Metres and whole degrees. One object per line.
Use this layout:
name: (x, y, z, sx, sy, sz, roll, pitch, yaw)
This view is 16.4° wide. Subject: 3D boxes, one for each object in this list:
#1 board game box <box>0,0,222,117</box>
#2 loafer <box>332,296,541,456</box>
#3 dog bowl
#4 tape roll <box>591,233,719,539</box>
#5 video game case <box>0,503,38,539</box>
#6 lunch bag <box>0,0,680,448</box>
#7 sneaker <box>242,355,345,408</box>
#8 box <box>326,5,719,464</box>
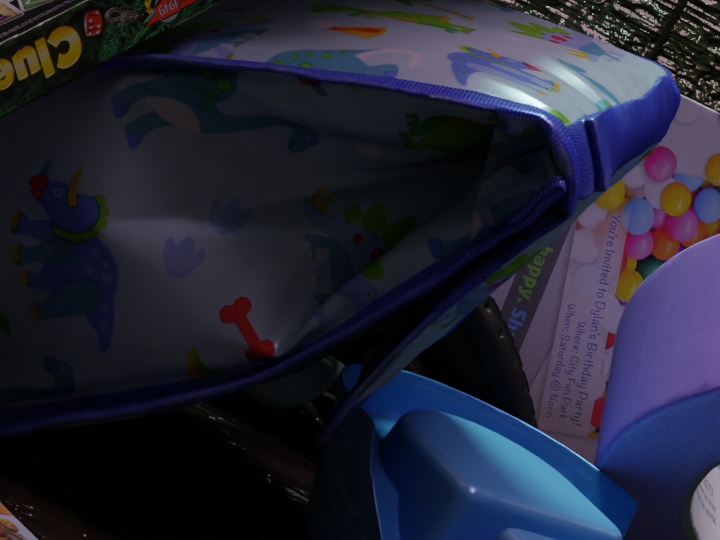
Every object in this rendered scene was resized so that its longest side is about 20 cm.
board game box: (-0.140, -0.049, 0.655, 0.200, 0.024, 0.105, -31, 34, -29)
loafer: (0.000, 0.000, 0.869, 0.201, 0.071, 0.073, 62, 4, -1)
dog bowl: (0.052, 0.096, 0.747, 0.111, 0.050, 0.200, 20, 13, -34)
tape roll: (0.180, 0.063, 0.839, 0.199, 0.066, 0.200, 10, -31, 6)
video game case: (-0.096, 0.085, 0.536, 0.143, 0.018, 0.200, 13, 19, -49)
lunch bag: (-0.013, -0.025, 0.738, 0.199, 0.128, 0.170, -11, 8, 18)
sneaker: (-0.059, -0.015, 0.945, 0.074, 0.082, 0.201, 17, 39, -34)
box: (0.099, 0.010, 0.954, 0.199, 0.157, 0.041, 24, -2, -20)
